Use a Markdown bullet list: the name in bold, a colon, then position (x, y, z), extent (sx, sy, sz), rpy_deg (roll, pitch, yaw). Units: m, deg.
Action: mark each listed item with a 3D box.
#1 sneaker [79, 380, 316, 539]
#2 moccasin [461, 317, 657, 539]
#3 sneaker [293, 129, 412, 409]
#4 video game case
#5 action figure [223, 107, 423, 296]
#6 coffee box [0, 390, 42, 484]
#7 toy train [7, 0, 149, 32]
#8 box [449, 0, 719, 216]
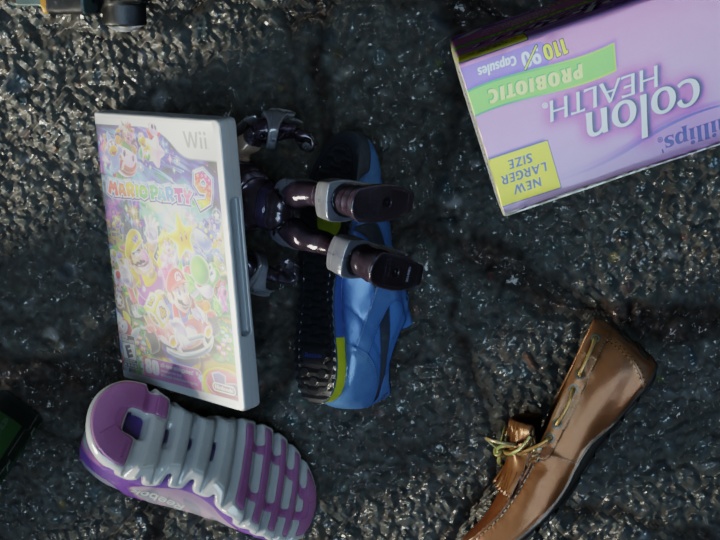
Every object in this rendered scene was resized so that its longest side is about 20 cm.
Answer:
- **sneaker**: position (-0.127, 0.150, 1.008), extent (0.199, 0.081, 0.088), rpy_deg (27, 145, -22)
- **moccasin**: position (0.135, 0.127, 0.991), extent (0.077, 0.074, 0.202), rpy_deg (35, 106, 3)
- **sneaker**: position (0.000, 0.000, 0.978), extent (0.078, 0.066, 0.203), rpy_deg (1, 95, -36)
- **video game case**: position (-0.132, -0.010, 0.950), extent (0.142, 0.018, 0.203), rpy_deg (9, 109, 43)
- **action figure**: position (-0.050, -0.040, 0.922), extent (0.199, 0.069, 0.132), rpy_deg (18, 112, 41)
- **coffee box**: position (-0.323, 0.195, 0.998), extent (0.044, 0.123, 0.201), rpy_deg (37, 104, -8)
- **toy train**: position (-0.189, -0.264, 0.905), extent (0.112, 0.085, 0.203), rpy_deg (1, 104, 12)
- **box**: position (0.154, -0.126, 0.863), extent (0.174, 0.200, 0.098), rpy_deg (-18, 103, 7)
